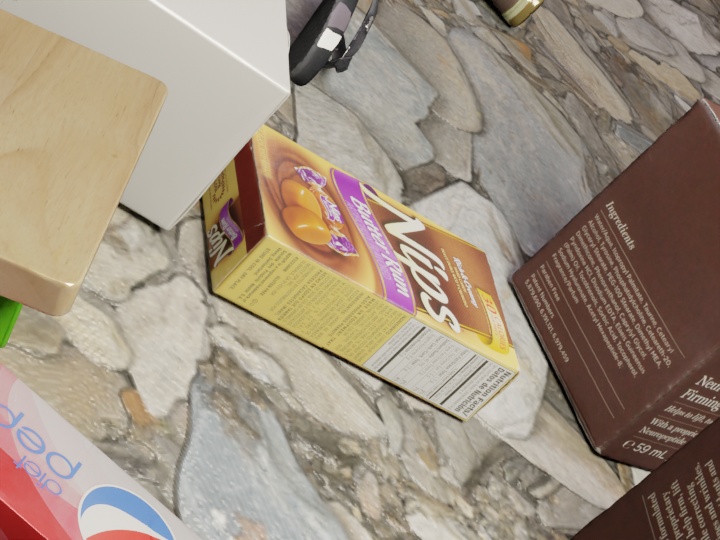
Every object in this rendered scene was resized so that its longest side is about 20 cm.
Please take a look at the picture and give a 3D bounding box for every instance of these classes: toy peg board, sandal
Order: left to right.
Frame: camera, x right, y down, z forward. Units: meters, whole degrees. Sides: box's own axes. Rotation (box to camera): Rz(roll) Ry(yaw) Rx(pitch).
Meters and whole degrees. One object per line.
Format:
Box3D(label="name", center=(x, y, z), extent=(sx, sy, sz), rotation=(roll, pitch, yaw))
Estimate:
Box3D(label="toy peg board", center=(-0.213, -0.046, 0.784), extent=(0.199, 0.098, 0.200), rotation=(23, 30, -8))
Box3D(label="sandal", center=(-0.010, -0.185, 1.256), extent=(0.043, 0.076, 0.200), rotation=(39, 27, -8))

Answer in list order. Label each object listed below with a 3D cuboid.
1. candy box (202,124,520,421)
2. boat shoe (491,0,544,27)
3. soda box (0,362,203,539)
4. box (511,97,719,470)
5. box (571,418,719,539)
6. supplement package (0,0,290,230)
Box3D(label="candy box", center=(0.000, 0.000, 1.037), extent=(0.200, 0.056, 0.117), rotation=(29, 30, -31))
Box3D(label="boat shoe", center=(0.156, -0.309, 1.672), extent=(0.066, 0.072, 0.201), rotation=(43, 31, -16))
Box3D(label="soda box", center=(-0.136, 0.103, 0.690), extent=(0.200, 0.063, 0.070), rotation=(42, 27, -7))
Box3D(label="box", center=(0.249, 0.021, 1.199), extent=(0.166, 0.200, 0.165), rotation=(18, 38, -41))
Box3D(label="box", center=(0.239, 0.191, 0.929), extent=(0.164, 0.200, 0.166), rotation=(30, 30, -27))
Box3D(label="supplement package", center=(-0.152, -0.140, 0.944), extent=(0.200, 0.120, 0.121), rotation=(32, 28, -24))
